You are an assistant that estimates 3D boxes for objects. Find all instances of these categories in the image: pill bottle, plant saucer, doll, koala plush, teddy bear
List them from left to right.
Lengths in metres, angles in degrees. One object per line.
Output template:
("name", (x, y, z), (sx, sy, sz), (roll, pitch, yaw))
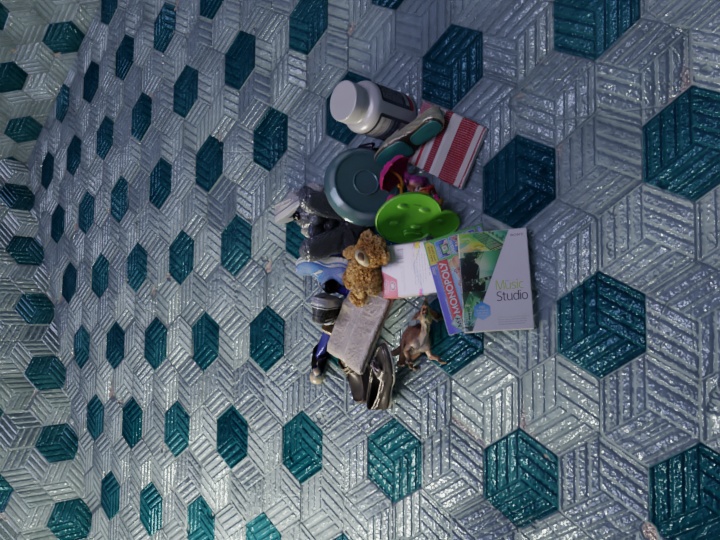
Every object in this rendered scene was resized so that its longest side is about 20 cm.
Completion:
("doll", (-0.102, 0.218, 1.704), (0.138, 0.047, 0.203), (-84, 8, -55))
("koala plush", (-0.098, -0.131, 1.653), (0.199, 0.180, 0.182), (25, 118, 60))
("teddy bear", (0.000, 0.000, 1.495), (0.200, 0.065, 0.149), (140, 123, -61))
("plant saucer", (0.011, -0.204, 1.554), (0.027, 0.195, 0.205), (127, 133, -68))
("pill bottle", (0.028, -0.376, 1.539), (0.118, 0.197, 0.123), (-5, 83, 44))

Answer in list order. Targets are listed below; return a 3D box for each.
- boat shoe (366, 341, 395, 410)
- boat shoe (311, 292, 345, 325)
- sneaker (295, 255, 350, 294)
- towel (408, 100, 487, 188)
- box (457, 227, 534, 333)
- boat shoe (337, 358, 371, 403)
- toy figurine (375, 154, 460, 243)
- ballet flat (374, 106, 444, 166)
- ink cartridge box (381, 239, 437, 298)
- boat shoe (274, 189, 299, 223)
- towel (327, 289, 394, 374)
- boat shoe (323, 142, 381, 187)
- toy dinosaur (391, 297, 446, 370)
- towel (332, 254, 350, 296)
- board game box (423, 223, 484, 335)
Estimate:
("boat shoe", (0.043, 0.253, 1.517), (0.067, 0.056, 0.204), (-121, 24, -48))
("boat shoe", (-0.084, 0.098, 1.626), (0.071, 0.200, 0.073), (15, 93, 16))
("sneaker", (-0.096, 0.010, 1.657), (0.197, 0.078, 0.092), (3, 82, 45))
("towel", (0.189, -0.288, 1.496), (0.199, 0.022, 0.147), (35, 110, 40))
("box", (0.273, 0.021, 1.329), (0.141, 0.036, 0.206), (-5, 82, 13))
("boat shoe", (-0.024, 0.231, 1.637), (0.074, 0.072, 0.205), (-25, 69, 41))
("toy figurine", (0.117, -0.178, 1.485), (0.152, 0.195, 0.187), (115, 155, -45))
("ballet flat", (0.114, -0.311, 1.522), (0.198, 0.067, 0.064), (-27, 46, 32))
("ink cartridge box", (0.147, -0.004, 1.460), (0.195, 0.067, 0.120), (-6, 83, 24))
("boat shoe", (-0.181, -0.192, 1.829), (0.198, 0.073, 0.067), (-22, 76, 41))
("towel", (-0.003, 0.131, 1.567), (0.131, 0.034, 0.204), (28, 99, 44))
("boat shoe", (-0.016, -0.258, 1.678), (0.197, 0.074, 0.095), (-11, 66, 43))
("toy dinosaur", (0.127, 0.148, 1.490), (0.199, 0.084, 0.139), (-31, 54, 57))
("towel", (-0.005, -0.001, 1.658), (0.198, 0.049, 0.151), (17, 93, 45))
("board game box", (0.221, 0.019, 1.376), (0.132, 0.029, 0.205), (-17, 80, 11))
